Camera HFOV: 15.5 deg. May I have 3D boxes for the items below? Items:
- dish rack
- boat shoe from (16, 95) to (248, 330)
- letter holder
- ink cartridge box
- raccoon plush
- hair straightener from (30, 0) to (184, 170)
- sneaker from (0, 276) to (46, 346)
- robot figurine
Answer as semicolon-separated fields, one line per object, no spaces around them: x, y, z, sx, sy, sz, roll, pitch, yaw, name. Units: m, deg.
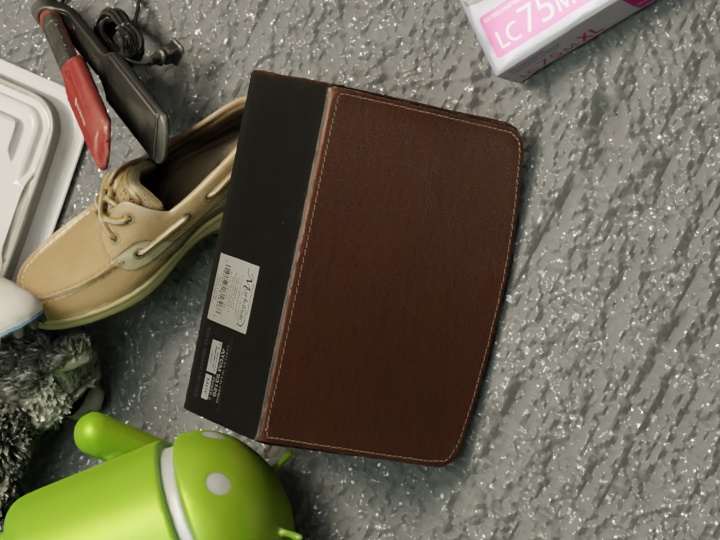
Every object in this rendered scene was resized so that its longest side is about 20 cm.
-0.280;-0.063;1.686;0.200;0.044;0.172;24;97;27;dish rack
-0.128;-0.039;1.565;0.200;0.065;0.071;-34;52;7;boat shoe
0.000;0.000;1.510;0.100;0.142;0.201;17;96;60;letter holder
0.090;-0.222;1.503;0.119;0.042;0.201;-31;71;22;ink cartridge box
-0.246;0.073;1.581;0.097;0.200;0.134;49;120;39;raccoon plush
-0.146;-0.122;1.590;0.200;0.077;0.041;-125;34;-54;hair straightener
-0.263;0.007;1.584;0.200;0.072;0.073;14;123;46;sneaker
-0.126;0.165;1.531;0.199;0.116;0.176;-22;38;8;robot figurine
